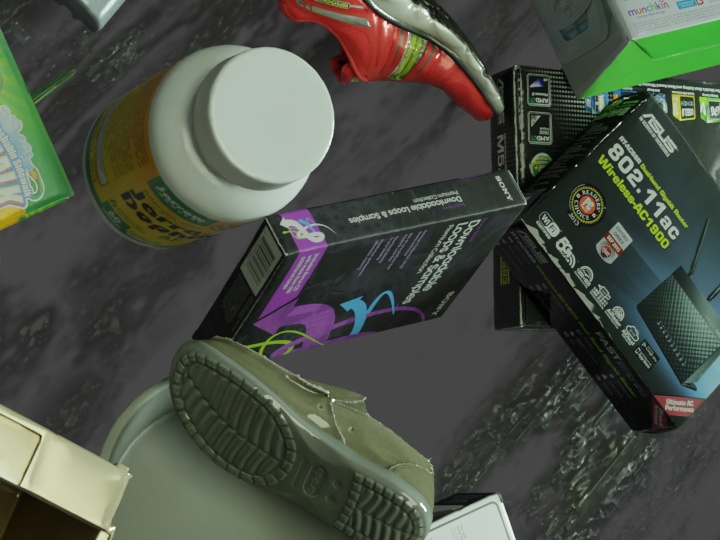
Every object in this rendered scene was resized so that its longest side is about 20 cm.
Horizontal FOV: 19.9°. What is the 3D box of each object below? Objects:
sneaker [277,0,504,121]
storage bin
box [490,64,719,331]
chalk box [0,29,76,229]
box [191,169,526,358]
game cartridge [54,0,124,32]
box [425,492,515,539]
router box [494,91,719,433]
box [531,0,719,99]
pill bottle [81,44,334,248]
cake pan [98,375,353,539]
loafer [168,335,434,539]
[{"bbox_3d":[0.020,-0.161,1.457,0.200,0.077,0.085,35,106,-32],"label":"sneaker"},{"bbox_3d":[-0.262,0.121,1.201,0.200,0.198,0.094,31,67,-20],"label":"storage bin"},{"bbox_3d":[0.192,-0.049,1.537,0.199,0.047,0.194,3,81,-26],"label":"box"},{"bbox_3d":[-0.265,-0.072,1.263,0.199,0.124,0.124,-25,95,-26],"label":"chalk box"},{"bbox_3d":[0.000,0.000,1.369,0.199,0.143,0.036,-14,63,-34],"label":"box"},{"bbox_3d":[-0.209,-0.274,1.366,0.200,0.042,0.133,43,71,-16],"label":"game cartridge"},{"bbox_3d":[0.021,0.241,1.407,0.199,0.060,0.117,-22,94,-27],"label":"box"},{"bbox_3d":[0.204,-0.005,1.479,0.150,0.062,0.200,-44,103,-24],"label":"router box"},{"bbox_3d":[0.224,-0.243,1.524,0.199,0.097,0.177,-16,73,-28],"label":"box"},{"bbox_3d":[-0.096,-0.080,1.306,0.112,0.200,0.113,4,81,-27],"label":"pill bottle"},{"bbox_3d":[-0.078,0.158,1.340,0.199,0.037,0.201,8,58,-13],"label":"cake pan"},{"bbox_3d":[-0.035,0.108,1.328,0.200,0.075,0.070,36,34,4],"label":"loafer"}]
